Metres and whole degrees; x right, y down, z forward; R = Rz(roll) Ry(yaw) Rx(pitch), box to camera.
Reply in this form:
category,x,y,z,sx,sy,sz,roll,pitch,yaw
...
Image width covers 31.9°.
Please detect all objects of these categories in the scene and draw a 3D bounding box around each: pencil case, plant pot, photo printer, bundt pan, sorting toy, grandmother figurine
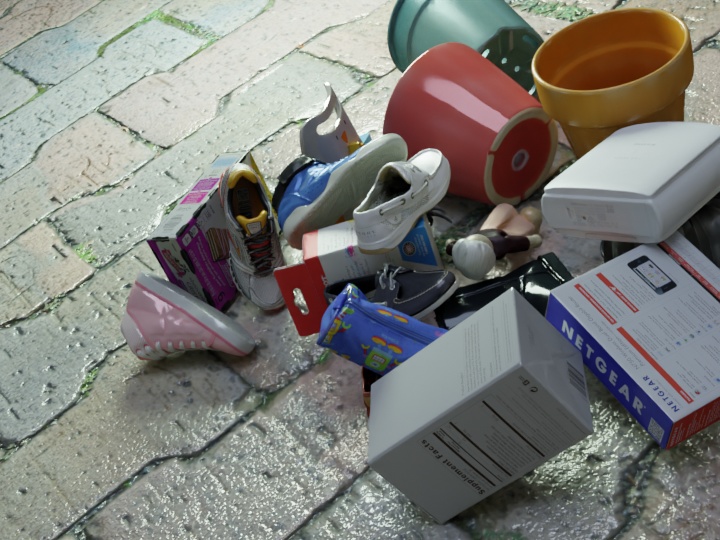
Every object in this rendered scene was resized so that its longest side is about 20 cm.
category,x,y,z,sx,sy,sz,roll,pitch,yaw
pencil case,0.051,0.085,1.394,0.198,0.087,0.079,24,53,0
plant pot,0.335,-0.206,1.622,0.198,0.185,0.201,-14,35,10
plant pot,0.158,-0.184,1.706,0.200,0.202,0.177,-37,47,-21
photo printer,0.327,-0.108,1.436,0.199,0.070,0.165,-35,27,-33
plant pot,0.170,-0.334,1.895,0.199,0.202,0.196,-28,42,-10
bundt pan,0.378,-0.064,1.505,0.199,0.076,0.203,-14,36,10
sorting toy,-0.035,-0.160,1.767,0.106,0.181,0.201,-4,38,24
grandmother figurine,0.158,-0.036,1.539,0.120,0.061,0.200,-15,8,24

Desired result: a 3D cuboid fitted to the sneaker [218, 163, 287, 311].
category,x,y,z,sx,sy,sz,roll,pitch,yaw
sneaker,-0.145,-0.043,1.670,0.077,0.202,0.082,-18,3,-8

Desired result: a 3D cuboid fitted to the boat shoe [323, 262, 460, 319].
category,x,y,z,sx,sy,sz,roll,pitch,yaw
boat shoe,0.031,0.026,1.493,0.199,0.063,0.073,-18,22,45

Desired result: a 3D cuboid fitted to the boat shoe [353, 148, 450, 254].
category,x,y,z,sx,sy,sz,roll,pitch,yaw
boat shoe,0.051,-0.101,1.533,0.070,0.070,0.200,0,36,31

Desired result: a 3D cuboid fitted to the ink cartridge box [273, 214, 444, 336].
category,x,y,z,sx,sy,sz,roll,pitch,yaw
ink cartridge box,0.000,0.000,1.588,0.197,0.117,0.068,-15,33,8

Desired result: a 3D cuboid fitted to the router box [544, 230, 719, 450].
category,x,y,z,sx,sy,sz,roll,pitch,yaw
router box,0.321,0.065,1.307,0.178,0.049,0.200,-24,52,-21

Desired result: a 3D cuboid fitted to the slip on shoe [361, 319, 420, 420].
category,x,y,z,sx,sy,sz,roll,pitch,yaw
slip on shoe,0.037,0.103,1.481,0.073,0.062,0.201,-12,34,17

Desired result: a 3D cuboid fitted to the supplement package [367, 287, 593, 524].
category,x,y,z,sx,sy,sz,roll,pitch,yaw
supplement package,0.117,0.139,1.275,0.199,0.120,0.122,-36,28,26

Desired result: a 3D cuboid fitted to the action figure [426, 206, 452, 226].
category,x,y,z,sx,sy,sz,roll,pitch,yaw
action figure,0.017,-0.055,1.669,0.198,0.103,0.119,-26,37,-1

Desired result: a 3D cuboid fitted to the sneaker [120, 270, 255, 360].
category,x,y,z,sx,sy,sz,roll,pitch,yaw
sneaker,-0.233,0.088,1.650,0.199,0.075,0.106,28,91,25

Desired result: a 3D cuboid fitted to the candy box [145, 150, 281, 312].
category,x,y,z,sx,sy,sz,roll,pitch,yaw
candy box,-0.194,-0.053,1.747,0.060,0.137,0.201,-2,40,34

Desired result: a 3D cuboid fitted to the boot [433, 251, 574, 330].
category,x,y,z,sx,sy,sz,roll,pitch,yaw
boot,0.177,0.062,1.442,0.166,0.077,0.201,-21,29,-3

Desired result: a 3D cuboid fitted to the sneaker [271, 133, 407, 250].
category,x,y,z,sx,sy,sz,roll,pitch,yaw
sneaker,-0.035,-0.128,1.640,0.200,0.077,0.112,-43,47,14
